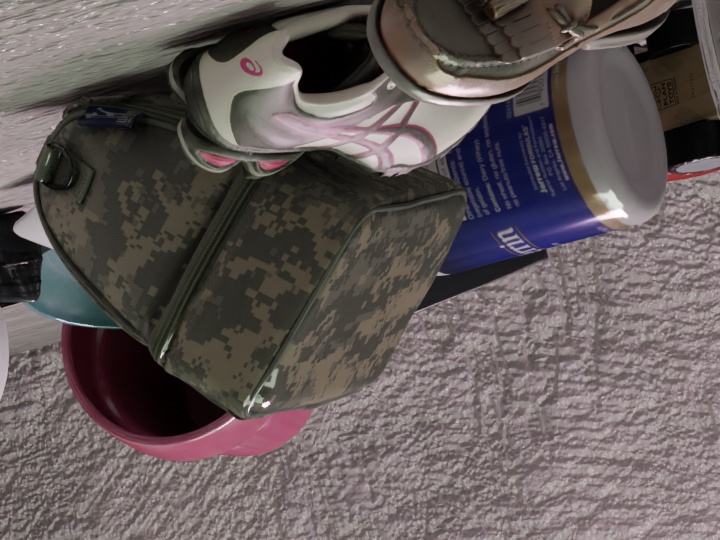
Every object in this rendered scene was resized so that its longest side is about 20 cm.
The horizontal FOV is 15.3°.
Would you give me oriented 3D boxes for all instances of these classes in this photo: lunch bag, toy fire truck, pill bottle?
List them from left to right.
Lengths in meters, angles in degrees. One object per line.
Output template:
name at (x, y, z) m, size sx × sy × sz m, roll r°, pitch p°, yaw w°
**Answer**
lunch bag at (-0.061, -0.026, 1.380) m, size 0.167 × 0.140 × 0.200 m, roll 32°, pitch -164°, yaw 16°
pill bottle at (0.072, -0.063, 1.604) m, size 0.199 × 0.117 × 0.116 m, roll -15°, pitch 178°, yaw 27°
toy fire truck at (0.244, -0.121, 1.700) m, size 0.175 × 0.130 × 0.199 m, roll -17°, pitch 167°, yaw 40°

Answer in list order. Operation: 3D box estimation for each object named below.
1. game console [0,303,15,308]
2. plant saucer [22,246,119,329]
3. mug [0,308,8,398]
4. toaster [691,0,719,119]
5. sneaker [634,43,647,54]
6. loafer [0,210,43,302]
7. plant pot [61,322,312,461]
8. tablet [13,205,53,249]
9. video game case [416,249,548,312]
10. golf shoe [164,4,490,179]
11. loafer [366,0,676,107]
game console at (-0.339, 0.014, 2.318) m, size 0.199 × 0.031 × 0.176 m, roll -17°, pitch 173°, yaw 34°
plant saucer at (-0.165, -0.009, 2.051) m, size 0.198 × 0.036 × 0.200 m, roll -6°, pitch 157°, yaw -2°
mug at (-0.311, 0.034, 1.675) m, size 0.200 × 0.148 × 0.175 m, roll -46°, pitch 160°, yaw 16°
toaster at (0.255, -0.131, 1.350) m, size 0.128 × 0.115 × 0.199 m, roll -11°, pitch -177°, yaw 36°
sneaker at (0.125, -0.091, 1.768) m, size 0.199 × 0.091 × 0.078 m, roll -17°, pitch 179°, yaw -14°
loafer at (-0.294, 0.012, 1.884) m, size 0.068 × 0.071 × 0.200 m, roll -12°, pitch 177°, yaw -45°
plant pot at (-0.123, 0.071, 2.220) m, size 0.199 × 0.201 × 0.179 m, roll -15°, pitch 157°, yaw 16°
tablet at (-0.123, -0.032, 1.635) m, size 0.129 × 0.014 × 0.200 m, roll 18°, pitch 157°, yaw -21°
video game case at (0.000, 0.000, 1.745) m, size 0.199 × 0.026 × 0.181 m, roll -22°, pitch -163°, yaw -12°
golf shoe at (0.006, -0.088, 1.262) m, size 0.199 × 0.078 × 0.088 m, roll -13°, pitch 171°, yaw -41°
loafer at (0.081, -0.122, 1.122) m, size 0.063 × 0.072 × 0.199 m, roll -38°, pitch 170°, yaw 39°
